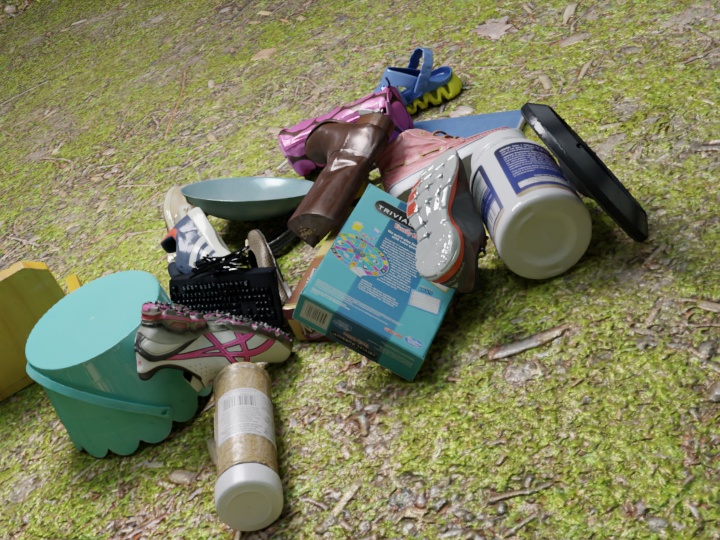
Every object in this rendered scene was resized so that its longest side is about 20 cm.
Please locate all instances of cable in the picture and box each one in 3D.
[{"bbox_3d":[-0.062,-0.094,1.537,0.198,0.051,0.097,-27,27,-3],"label":"cable"}]

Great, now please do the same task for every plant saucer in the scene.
[{"bbox_3d":[-0.156,-0.100,1.575,0.198,0.039,0.201,-1,15,0],"label":"plant saucer"}]

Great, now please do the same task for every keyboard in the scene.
[{"bbox_3d":[-0.180,0.028,1.369,0.199,0.105,0.039,-5,6,41],"label":"keyboard"}]

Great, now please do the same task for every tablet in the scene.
[{"bbox_3d":[0.131,-0.181,1.568,0.198,0.014,0.131,-2,39,30],"label":"tablet"}]

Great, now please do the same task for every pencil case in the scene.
[{"bbox_3d":[-0.026,-0.204,1.616,0.198,0.092,0.094,-21,5,22],"label":"pencil case"}]

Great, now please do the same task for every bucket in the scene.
[{"bbox_3d":[-0.291,0.107,1.321,0.205,0.136,0.208,-18,31,12],"label":"bucket"}]

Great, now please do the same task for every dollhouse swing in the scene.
[{"bbox_3d":[-0.474,0.056,1.481,0.199,0.177,0.182,-31,33,-8],"label":"dollhouse swing"}]

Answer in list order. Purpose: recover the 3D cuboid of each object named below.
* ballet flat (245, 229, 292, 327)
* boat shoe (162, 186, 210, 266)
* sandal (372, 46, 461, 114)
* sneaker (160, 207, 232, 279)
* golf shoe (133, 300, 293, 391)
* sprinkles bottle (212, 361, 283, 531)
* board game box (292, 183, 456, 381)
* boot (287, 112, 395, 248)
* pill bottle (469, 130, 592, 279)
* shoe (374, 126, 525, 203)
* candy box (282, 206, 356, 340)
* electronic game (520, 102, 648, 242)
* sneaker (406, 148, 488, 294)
[{"bbox_3d":[-0.122,0.011,1.417,0.046,0.068,0.200,-24,38,-5],"label":"ballet flat"},{"bbox_3d":[-0.242,-0.055,1.588,0.064,0.073,0.201,-16,38,3],"label":"boat shoe"},{"bbox_3d":[0.053,-0.274,1.686,0.199,0.088,0.080,-32,34,-7],"label":"sandal"},{"bbox_3d":[-0.200,0.006,1.448,0.084,0.075,0.200,-36,48,-4],"label":"sneaker"},{"bbox_3d":[-0.169,0.092,1.266,0.072,0.198,0.093,13,92,55],"label":"golf shoe"},{"bbox_3d":[-0.121,0.180,1.165,0.068,0.069,0.201,-21,32,5],"label":"sprinkles bottle"},{"bbox_3d":[0.033,0.010,1.252,0.150,0.047,0.201,28,47,4],"label":"board game box"},{"bbox_3d":[-0.055,-0.113,1.474,0.186,0.064,0.201,-15,42,53],"label":"boot"},{"bbox_3d":[0.191,-0.087,1.300,0.110,0.112,0.201,-22,33,4],"label":"pill bottle"},{"bbox_3d":[0.115,-0.159,1.467,0.198,0.072,0.092,-26,58,6],"label":"shoe"},{"bbox_3d":[0.000,0.000,1.356,0.116,0.057,0.201,-2,38,31],"label":"candy box"},{"bbox_3d":[0.248,-0.109,1.223,0.042,0.200,0.201,-43,29,15],"label":"electronic game"},{"bbox_3d":[0.106,-0.050,1.266,0.077,0.082,0.201,-33,37,36],"label":"sneaker"}]
